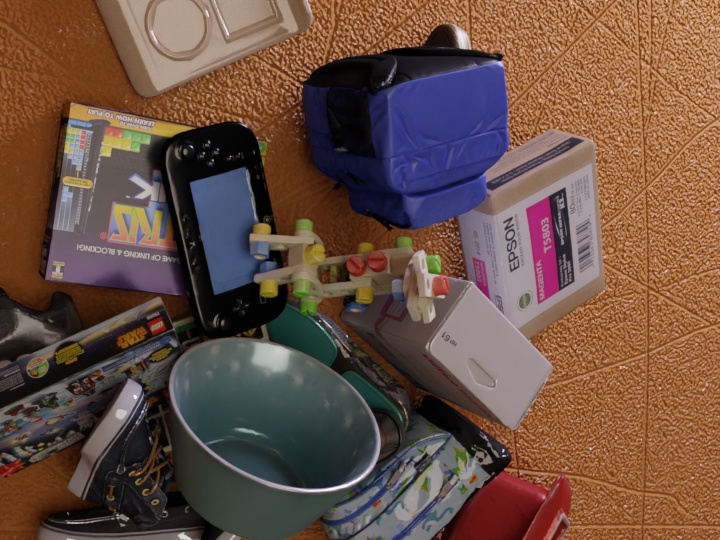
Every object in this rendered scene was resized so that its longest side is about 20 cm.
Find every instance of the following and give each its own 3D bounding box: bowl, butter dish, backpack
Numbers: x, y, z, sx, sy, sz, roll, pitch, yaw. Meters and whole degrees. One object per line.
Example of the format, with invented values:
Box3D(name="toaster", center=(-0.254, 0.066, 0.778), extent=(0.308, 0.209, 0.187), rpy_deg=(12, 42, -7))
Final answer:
Box3D(name="bowl", center=(-0.091, 0.163, 0.843), extent=(0.198, 0.202, 0.106), rpy_deg=(10, 121, -27))
Box3D(name="butter dish", center=(0.150, 0.309, 1.093), extent=(0.201, 0.147, 0.200), rpy_deg=(-59, 157, -9))
Box3D(name="backpack", center=(0.029, -0.138, 0.938), extent=(0.161, 0.199, 0.171), rpy_deg=(-12, 111, -29))
Box3D(name="backpack", center=(0.047, 0.238, 1.029), extent=(0.153, 0.163, 0.201), rpy_deg=(33, 89, -17))

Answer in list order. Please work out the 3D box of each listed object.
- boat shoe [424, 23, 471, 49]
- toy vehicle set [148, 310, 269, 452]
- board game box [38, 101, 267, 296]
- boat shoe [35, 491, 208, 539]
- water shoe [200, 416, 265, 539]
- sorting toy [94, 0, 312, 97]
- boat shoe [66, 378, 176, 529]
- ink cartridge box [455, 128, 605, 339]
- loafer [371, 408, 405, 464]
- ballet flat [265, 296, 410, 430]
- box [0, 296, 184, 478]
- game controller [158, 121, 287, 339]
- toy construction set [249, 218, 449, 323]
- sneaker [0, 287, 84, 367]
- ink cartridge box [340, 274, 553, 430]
Box3D(name="boat shoe", center=(0.110, -0.175, 1.051), extent=(0.075, 0.071, 0.203), rpy_deg=(-11, 112, -33))
Box3D(name="toy vehicle set", center=(-0.185, 0.112, 0.959), extent=(0.198, 0.026, 0.126), rpy_deg=(-20, 105, -23))
Box3D(name="board game box", center=(-0.201, -0.063, 0.912), extent=(0.197, 0.057, 0.168), rpy_deg=(7, 93, -27))
Box3D(name="boat shoe", center=(-0.222, 0.243, 0.936), extent=(0.197, 0.070, 0.067), rpy_deg=(7, 86, -27))
Box3D(name="water shoe", center=(-0.127, 0.190, 0.944), extent=(0.078, 0.071, 0.202), rpy_deg=(33, 66, -14))
Box3D(name="sorting toy", center=(-0.166, -0.293, 0.915), extent=(0.198, 0.036, 0.187), rpy_deg=(-27, 107, -16))
Box3D(name="boat shoe", center=(-0.199, 0.168, 0.833), extent=(0.090, 0.201, 0.071), rpy_deg=(30, 52, -5))
Box3D(name="ink cartridge box", center=(0.198, -0.037, 1.074), extent=(0.164, 0.075, 0.202), rpy_deg=(-29, 123, -26))
Box3D(name="loafer", center=(-0.048, 0.201, 0.966), extent=(0.198, 0.063, 0.073), rpy_deg=(-31, 80, 18))
Box3D(name="ballet flat", center=(-0.022, 0.101, 1.011), extent=(0.200, 0.072, 0.072), rpy_deg=(44, 77, 4))
Box3D(name="box", center=(-0.254, 0.109, 0.839), extent=(0.198, 0.137, 0.040), rpy_deg=(-25, 66, -13))
Box3D(name="game controller", center=(-0.130, -0.039, 0.897), extent=(0.103, 0.042, 0.203), rpy_deg=(-17, 105, -25))
Box3D(name="toy construction set", center=(0.000, 0.000, 0.891), extent=(0.131, 0.197, 0.093), rpy_deg=(44, 58, -60))
Box3D(name="sneaker", center=(-0.349, 0.063, 0.853), extent=(0.197, 0.066, 0.092), rpy_deg=(-9, 84, -16))
Box3D(name="ink cartridge box", center=(0.088, 0.076, 0.992), extent=(0.144, 0.199, 0.085), rpy_deg=(43, 78, -24))
